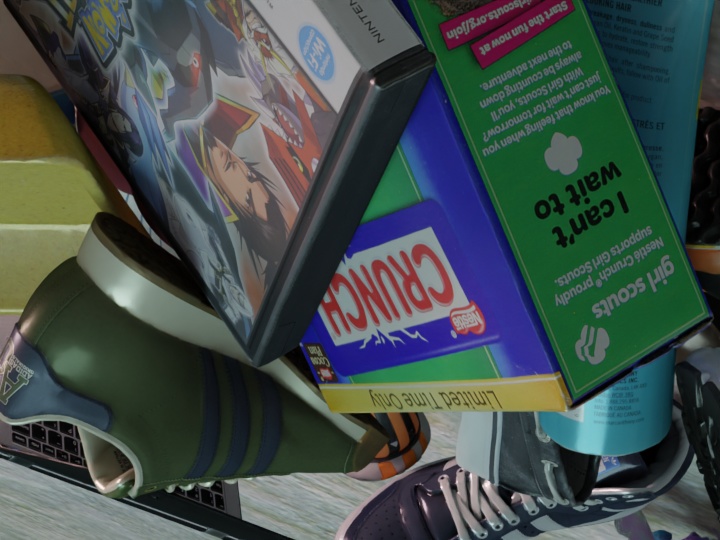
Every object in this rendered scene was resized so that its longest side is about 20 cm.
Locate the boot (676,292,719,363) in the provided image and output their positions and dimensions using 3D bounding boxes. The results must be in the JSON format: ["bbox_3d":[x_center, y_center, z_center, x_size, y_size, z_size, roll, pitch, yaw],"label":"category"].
[{"bbox_3d":[0.128,0.031,1.031,0.186,0.064,0.200,42,157,-6],"label":"boot"}]

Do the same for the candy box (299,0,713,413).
[{"bbox_3d":[0.014,-0.052,0.786,0.169,0.077,0.200,-9,108,61],"label":"candy box"}]

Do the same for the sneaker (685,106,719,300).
[{"bbox_3d":[0.194,-0.005,0.850,0.200,0.070,0.090,20,169,33],"label":"sneaker"}]

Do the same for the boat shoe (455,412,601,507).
[{"bbox_3d":[0.082,0.033,0.929,0.068,0.072,0.200,26,144,18],"label":"boat shoe"}]

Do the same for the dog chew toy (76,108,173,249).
[{"bbox_3d":[-0.042,-0.049,0.966,0.200,0.125,0.125,24,164,34],"label":"dog chew toy"}]

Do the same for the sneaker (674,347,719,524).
[{"bbox_3d":[0.167,0.067,0.859,0.079,0.074,0.200,-21,165,2],"label":"sneaker"}]

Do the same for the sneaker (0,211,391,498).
[{"bbox_3d":[-0.072,0.054,0.901,0.067,0.090,0.200,45,-176,38],"label":"sneaker"}]

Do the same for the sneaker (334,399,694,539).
[{"bbox_3d":[0.084,0.115,1.192,0.109,0.200,0.070,123,127,-69],"label":"sneaker"}]

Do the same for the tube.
[{"bbox_3d":[0.090,-0.029,0.819,0.077,0.050,0.200,13,123,25],"label":"tube"}]

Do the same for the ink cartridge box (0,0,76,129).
[{"bbox_3d":[-0.178,-0.086,1.033,0.200,0.067,0.116,108,140,-72],"label":"ink cartridge box"}]

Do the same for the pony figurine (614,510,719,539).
[{"bbox_3d":[0.183,0.195,1.323,0.200,0.167,0.193,3,163,18],"label":"pony figurine"}]

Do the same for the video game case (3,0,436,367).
[{"bbox_3d":[-0.059,-0.083,0.772,0.181,0.025,0.200,54,153,15],"label":"video game case"}]

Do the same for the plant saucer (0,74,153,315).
[{"bbox_3d":[-0.183,-0.031,0.912,0.200,0.049,0.200,1,162,8],"label":"plant saucer"}]

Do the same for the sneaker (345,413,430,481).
[{"bbox_3d":[-0.039,0.031,1.275,0.200,0.078,0.112,27,146,44],"label":"sneaker"}]

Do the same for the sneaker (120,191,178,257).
[{"bbox_3d":[-0.134,-0.018,1.224,0.074,0.087,0.200,14,158,37],"label":"sneaker"}]

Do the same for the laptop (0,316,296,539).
[{"bbox_3d":[-0.101,0.082,1.263,0.116,0.200,0.187,-33,138,31],"label":"laptop"}]
